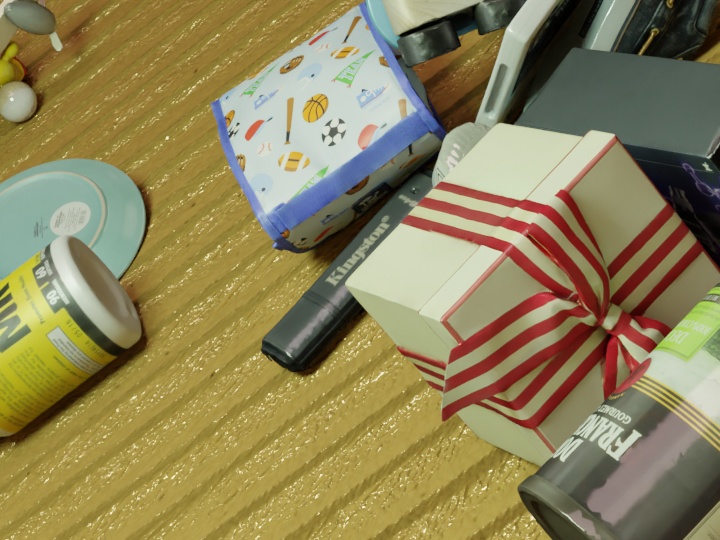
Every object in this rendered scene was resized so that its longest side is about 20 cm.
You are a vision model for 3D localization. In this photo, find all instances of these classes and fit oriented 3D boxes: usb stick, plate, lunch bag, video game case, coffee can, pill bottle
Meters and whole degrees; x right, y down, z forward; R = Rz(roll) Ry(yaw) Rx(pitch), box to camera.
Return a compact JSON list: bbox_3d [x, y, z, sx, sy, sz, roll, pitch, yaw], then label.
[{"bbox_3d":[0.000,0.000,1.692,0.200,0.033,0.055,-47,30,-12],"label":"usb stick"},{"bbox_3d":[-0.297,-0.034,2.010,0.199,0.026,0.201,-10,49,12],"label":"plate"},{"bbox_3d":[-0.020,-0.108,1.770,0.170,0.124,0.200,-35,23,6],"label":"lunch bag"},{"bbox_3d":[0.159,-0.213,1.690,0.200,0.023,0.182,-54,-8,-21],"label":"video game case"},{"bbox_3d":[0.208,0.103,1.210,0.200,0.146,0.146,-45,30,-8],"label":"coffee can"},{"bbox_3d":[-0.298,0.071,1.859,0.200,0.114,0.114,-37,30,8],"label":"pill bottle"}]

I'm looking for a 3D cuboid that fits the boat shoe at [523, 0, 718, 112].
[{"bbox_3d":[0.201,-0.160,1.646,0.201,0.091,0.071,-62,25,17],"label":"boat shoe"}]

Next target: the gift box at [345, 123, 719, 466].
[{"bbox_3d":[0.118,0.035,1.377,0.200,0.184,0.187,-51,23,-10],"label":"gift box"}]

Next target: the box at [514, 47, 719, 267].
[{"bbox_3d":[0.218,-0.068,1.426,0.079,0.141,0.200,-49,31,-16],"label":"box"}]

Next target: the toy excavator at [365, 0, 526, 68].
[{"bbox_3d":[0.092,-0.241,1.765,0.194,0.100,0.200,-22,5,-5],"label":"toy excavator"}]

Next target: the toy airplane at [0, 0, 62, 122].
[{"bbox_3d":[-0.412,-0.215,2.333,0.199,0.141,0.200,-48,-4,-37],"label":"toy airplane"}]

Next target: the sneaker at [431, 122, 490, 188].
[{"bbox_3d":[0.093,-0.020,1.596,0.071,0.073,0.201,-6,50,3],"label":"sneaker"}]
